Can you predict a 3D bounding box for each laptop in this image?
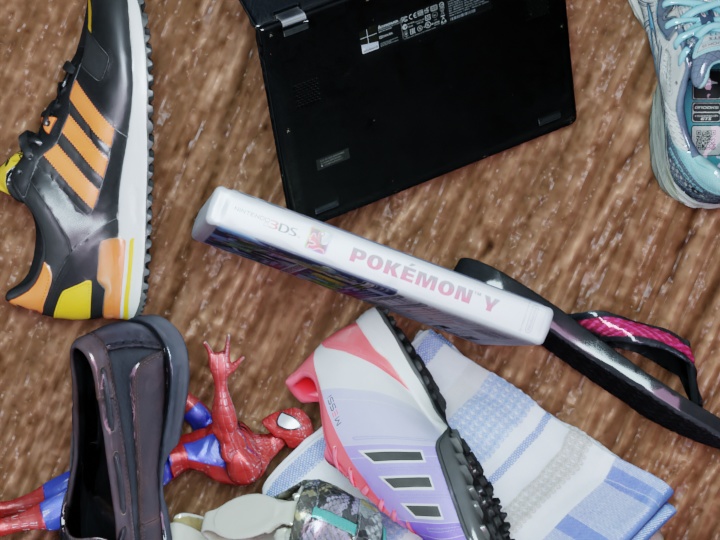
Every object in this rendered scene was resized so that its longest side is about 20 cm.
[{"bbox_3d":[0.007,-0.160,1.333,0.186,0.116,0.201,-22,124,-18],"label":"laptop"}]

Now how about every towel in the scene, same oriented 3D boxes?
[{"bbox_3d":[0.056,0.121,1.294,0.147,0.200,0.024,-41,140,-19],"label":"towel"}]

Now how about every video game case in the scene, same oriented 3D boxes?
[{"bbox_3d":[0.000,0.000,1.273,0.181,0.200,0.023,20,87,-5],"label":"video game case"}]

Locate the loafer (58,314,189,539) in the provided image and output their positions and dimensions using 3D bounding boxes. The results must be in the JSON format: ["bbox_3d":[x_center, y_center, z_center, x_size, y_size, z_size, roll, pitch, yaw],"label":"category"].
[{"bbox_3d":[-0.139,0.122,1.270,0.063,0.072,0.201,-5,107,-45],"label":"loafer"}]

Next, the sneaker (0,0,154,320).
[{"bbox_3d":[-0.161,-0.071,1.321,0.089,0.070,0.201,0,96,-7],"label":"sneaker"}]

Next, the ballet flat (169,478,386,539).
[{"bbox_3d":[-0.068,0.151,1.293,0.072,0.200,0.072,15,65,-35],"label":"ballet flat"}]

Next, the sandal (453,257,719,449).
[{"bbox_3d":[0.145,0.040,1.353,0.200,0.075,0.045,34,80,-3],"label":"sandal"}]

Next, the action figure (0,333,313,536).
[{"bbox_3d":[-0.128,0.086,1.337,0.199,0.065,0.100,-10,104,-3],"label":"action figure"}]

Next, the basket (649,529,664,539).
[{"bbox_3d":[0.119,0.227,1.328,0.176,0.139,0.201,-23,97,-2],"label":"basket"}]

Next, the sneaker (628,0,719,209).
[{"bbox_3d":[0.196,-0.134,1.334,0.077,0.086,0.201,-11,95,-4],"label":"sneaker"}]

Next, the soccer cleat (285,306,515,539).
[{"bbox_3d":[0.022,0.103,1.266,0.073,0.200,0.068,-32,134,3],"label":"soccer cleat"}]
